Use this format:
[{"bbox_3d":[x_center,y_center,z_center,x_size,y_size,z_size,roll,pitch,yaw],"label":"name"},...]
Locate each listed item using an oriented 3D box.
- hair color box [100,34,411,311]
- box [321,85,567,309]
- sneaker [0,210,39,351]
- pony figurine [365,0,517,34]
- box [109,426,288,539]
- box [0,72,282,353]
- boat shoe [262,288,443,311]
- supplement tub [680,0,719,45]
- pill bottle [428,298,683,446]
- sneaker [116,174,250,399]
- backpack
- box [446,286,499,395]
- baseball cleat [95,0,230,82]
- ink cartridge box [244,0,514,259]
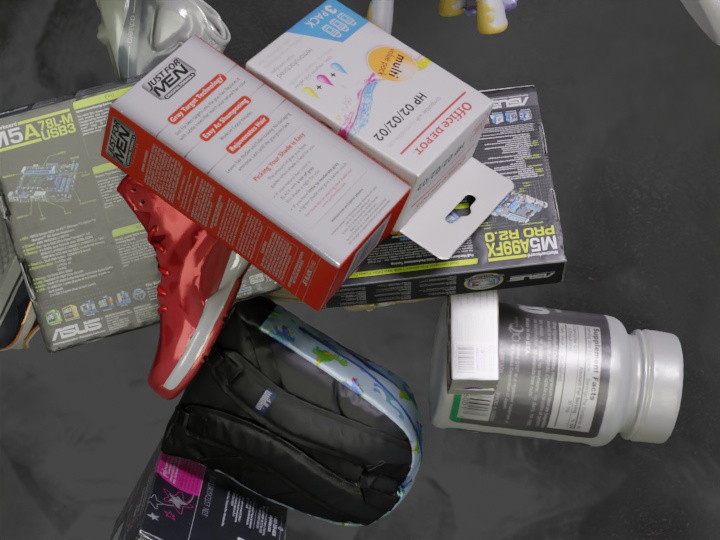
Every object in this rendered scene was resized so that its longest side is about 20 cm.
[{"bbox_3d":[-0.076,-0.072,1.081,0.200,0.102,0.061,36,143,8],"label":"hair color box"},{"bbox_3d":[0.053,-0.059,1.202,0.200,0.044,0.160,-7,67,-1],"label":"box"},{"bbox_3d":[-0.269,-0.025,1.254,0.079,0.078,0.200,27,94,-53],"label":"sneaker"},{"bbox_3d":[0.057,-0.276,1.145,0.193,0.167,0.200,-8,125,13],"label":"pony figurine"},{"bbox_3d":[-0.142,0.244,1.275,0.132,0.200,0.115,28,107,-9],"label":"box"},{"bbox_3d":[-0.179,-0.052,1.184,0.200,0.048,0.193,-16,103,-3],"label":"box"},{"bbox_3d":[0.000,0.000,1.273,0.200,0.072,0.065,1,149,-1],"label":"boat shoe"},{"bbox_3d":[0.323,-0.279,1.137,0.200,0.145,0.145,-33,106,10],"label":"supplement tub"},{"bbox_3d":[0.163,0.089,1.273,0.200,0.113,0.113,7,108,-3],"label":"pill bottle"},{"bbox_3d":[-0.145,-0.010,1.147,0.115,0.078,0.200,25,87,-6],"label":"sneaker"},{"bbox_3d":[-0.040,0.128,1.280,0.200,0.154,0.163,30,106,11],"label":"backpack"},{"bbox_3d":[0.090,0.002,1.220,0.041,0.039,0.200,1,67,-3],"label":"box"},{"bbox_3d":[-0.149,-0.145,1.212,0.106,0.070,0.200,-11,109,13],"label":"baseball cleat"},{"bbox_3d":[0.019,-0.110,1.142,0.200,0.115,0.068,34,141,12],"label":"ink cartridge box"}]
